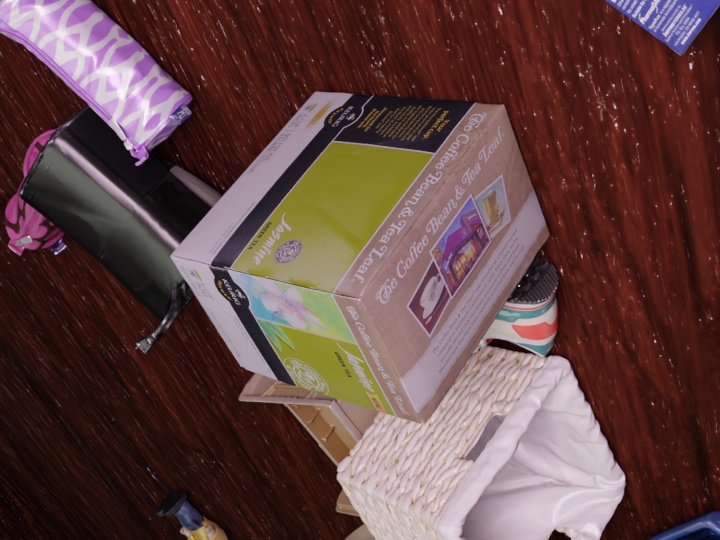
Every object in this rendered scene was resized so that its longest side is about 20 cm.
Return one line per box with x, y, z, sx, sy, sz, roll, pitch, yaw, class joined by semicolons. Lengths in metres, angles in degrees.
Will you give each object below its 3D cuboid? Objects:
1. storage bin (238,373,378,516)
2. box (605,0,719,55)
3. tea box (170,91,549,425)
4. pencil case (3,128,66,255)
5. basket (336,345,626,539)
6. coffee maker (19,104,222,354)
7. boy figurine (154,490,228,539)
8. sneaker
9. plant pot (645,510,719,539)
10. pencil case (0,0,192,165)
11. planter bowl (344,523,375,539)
-0.012;0.184;1.282;0.197;0.094;0.201;-5;130;52;storage bin
0.123;-0.216;0.608;0.198;0.033;0.122;35;151;4;box
0.004;-0.019;0.855;0.195;0.201;0.135;11;142;41;tea box
-0.363;-0.087;1.306;0.091;0.094;0.200;41;151;-5;pencil case
0.116;0.200;1.051;0.159;0.199;0.201;12;143;46;basket
-0.221;-0.057;1.086;0.199;0.192;0.135;40;109;-5;coffee maker
-0.295;0.497;2.103;0.123;0.065;0.201;-11;122;52;boy figurine
0.080;0.023;0.963;0.197;0.071;0.094;15;138;32;sneaker
0.318;0.346;1.036;0.199;0.181;0.200;36;153;3;plant pot
-0.245;-0.187;1.030;0.200;0.086;0.084;43;153;-5;pencil case
0.060;0.360;1.378;0.136;0.198;0.201;60;156;16;planter bowl
